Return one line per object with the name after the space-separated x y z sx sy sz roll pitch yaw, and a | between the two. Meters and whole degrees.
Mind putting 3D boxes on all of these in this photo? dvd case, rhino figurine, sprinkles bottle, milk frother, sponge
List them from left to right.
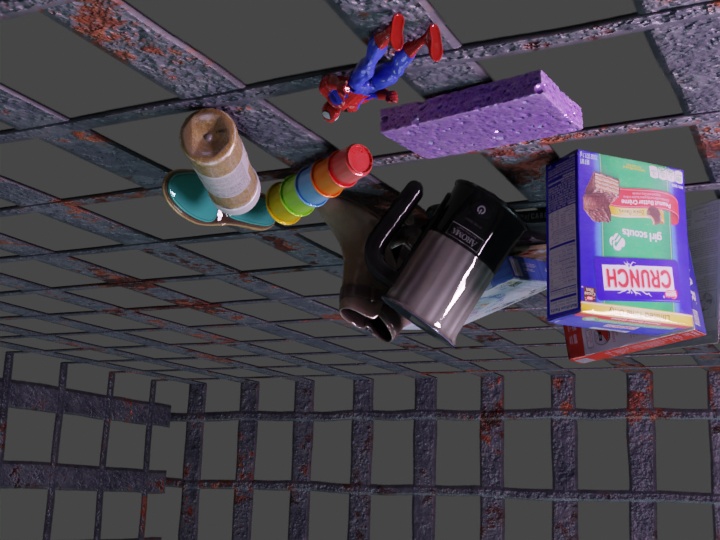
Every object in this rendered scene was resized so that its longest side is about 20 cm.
-0.165 -0.126 1.184 0.067 0.070 0.200 2 167 2 | sprinkles bottle
0.050 -0.055 1.479 0.197 0.061 0.087 15 165 -36 | rhino figurine
0.117 -0.010 1.354 0.179 0.190 0.200 32 174 29 | milk frother
0.129 -0.163 1.066 0.197 0.030 0.111 -8 164 35 | sponge
0.273 -0.055 1.524 0.147 0.025 0.200 -4 166 23 | dvd case

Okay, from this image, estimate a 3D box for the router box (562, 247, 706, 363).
0.352 0.005 1.326 0.177 0.204 0.048 -19 158 34 | router box

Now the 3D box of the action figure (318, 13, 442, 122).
0.006 -0.184 0.959 0.064 0.053 0.199 4 170 -24 | action figure

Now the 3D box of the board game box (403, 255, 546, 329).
0.178 0.037 1.511 0.197 0.044 0.199 -27 164 26 | board game box

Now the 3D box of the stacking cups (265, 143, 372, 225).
-0.051 -0.108 1.261 0.060 0.062 0.199 10 165 -31 | stacking cups

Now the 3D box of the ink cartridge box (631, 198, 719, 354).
0.457 0.014 1.389 0.056 0.204 0.162 11 165 -28 | ink cartridge box

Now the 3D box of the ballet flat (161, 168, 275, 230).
-0.202 -0.091 1.356 0.062 0.070 0.198 9 174 45 | ballet flat

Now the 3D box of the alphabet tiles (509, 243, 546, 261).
0.223 -0.003 1.526 0.198 0.006 0.166 -6 160 -42 | alphabet tiles

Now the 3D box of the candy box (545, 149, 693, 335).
0.316 -0.031 1.217 0.166 0.204 0.077 7 167 -22 | candy box

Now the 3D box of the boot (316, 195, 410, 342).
0.000 0.000 1.376 0.198 0.148 0.070 34 143 -14 | boot
